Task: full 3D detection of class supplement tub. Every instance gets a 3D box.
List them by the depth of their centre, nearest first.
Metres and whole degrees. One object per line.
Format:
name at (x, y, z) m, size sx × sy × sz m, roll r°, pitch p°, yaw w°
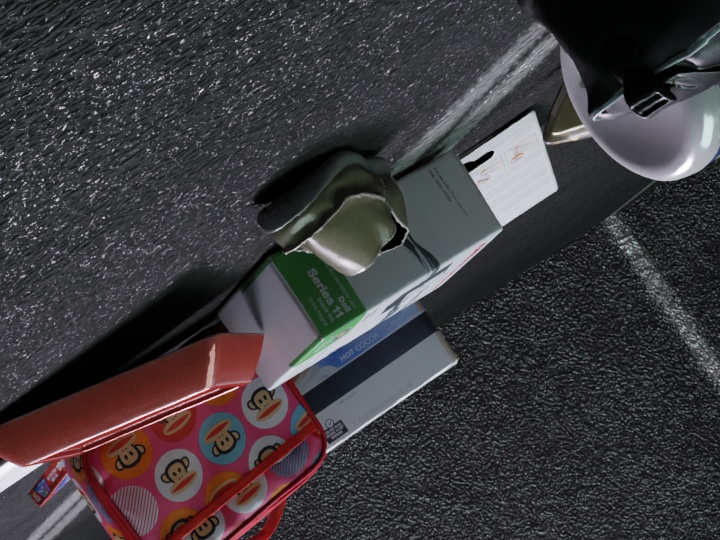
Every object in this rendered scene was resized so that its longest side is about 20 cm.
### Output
supplement tub at (0.256, -0.168, 1.494) m, size 0.200 × 0.145 × 0.145 m, roll -32°, pitch 174°, yaw -27°

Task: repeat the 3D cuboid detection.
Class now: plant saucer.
plant saucer at (-0.174, 0.101, 1.608) m, size 0.199 × 0.037 × 0.200 m, roll -23°, pitch 175°, yaw 6°

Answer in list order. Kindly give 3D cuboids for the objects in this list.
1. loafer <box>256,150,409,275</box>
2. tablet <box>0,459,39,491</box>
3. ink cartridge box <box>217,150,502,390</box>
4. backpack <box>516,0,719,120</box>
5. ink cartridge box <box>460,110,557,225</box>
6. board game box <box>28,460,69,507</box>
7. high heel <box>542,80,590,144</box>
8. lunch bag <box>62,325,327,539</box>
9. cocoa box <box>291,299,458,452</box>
loafer at (-0.007, -0.037, 1.447) m, size 0.075 × 0.070 × 0.200 m, roll -37°, pitch 174°, yaw 20°
tablet at (-0.322, 0.187, 1.796) m, size 0.200 × 0.014 × 0.130 m, roll -33°, pitch 175°, yaw -10°
ink cartridge box at (0.000, 0.000, 1.731) m, size 0.200 × 0.083 × 0.147 m, roll -31°, pitch 173°, yaw -28°
backpack at (0.181, -0.168, 1.005) m, size 0.200 × 0.151 × 0.177 m, roll -18°, pitch 166°, yaw -48°
ink cartridge box at (0.095, -0.080, 1.940) m, size 0.162 × 0.050 × 0.200 m, roll -34°, pitch 157°, yaw -1°
board game box at (-0.237, 0.150, 1.876) m, size 0.103 × 0.019 × 0.200 m, roll -44°, pitch 179°, yaw -26°
high heel at (0.234, -0.165, 1.780) m, size 0.200 × 0.071 × 0.143 m, roll -41°, pitch 172°, yaw 2°
lunch bag at (-0.133, 0.162, 1.774) m, size 0.200 × 0.176 × 0.082 m, roll -39°, pitch -163°, yaw -22°
cocoa box at (-0.035, 0.081, 1.914) m, size 0.200 × 0.131 × 0.133 m, roll -34°, pitch -176°, yaw -6°
